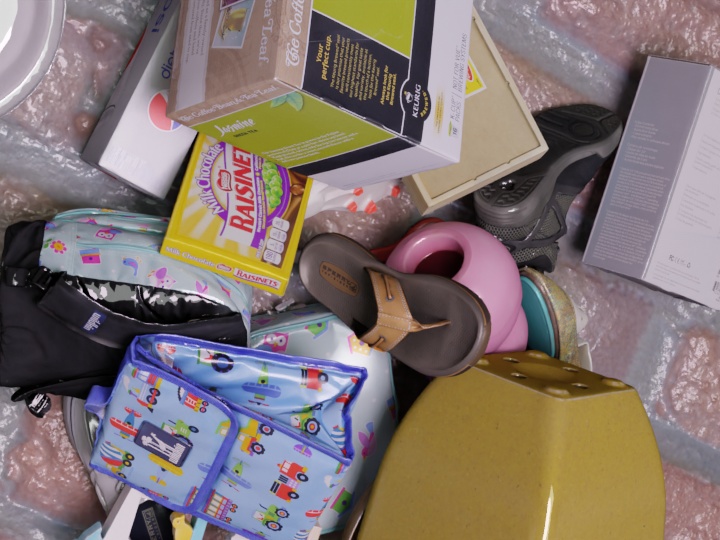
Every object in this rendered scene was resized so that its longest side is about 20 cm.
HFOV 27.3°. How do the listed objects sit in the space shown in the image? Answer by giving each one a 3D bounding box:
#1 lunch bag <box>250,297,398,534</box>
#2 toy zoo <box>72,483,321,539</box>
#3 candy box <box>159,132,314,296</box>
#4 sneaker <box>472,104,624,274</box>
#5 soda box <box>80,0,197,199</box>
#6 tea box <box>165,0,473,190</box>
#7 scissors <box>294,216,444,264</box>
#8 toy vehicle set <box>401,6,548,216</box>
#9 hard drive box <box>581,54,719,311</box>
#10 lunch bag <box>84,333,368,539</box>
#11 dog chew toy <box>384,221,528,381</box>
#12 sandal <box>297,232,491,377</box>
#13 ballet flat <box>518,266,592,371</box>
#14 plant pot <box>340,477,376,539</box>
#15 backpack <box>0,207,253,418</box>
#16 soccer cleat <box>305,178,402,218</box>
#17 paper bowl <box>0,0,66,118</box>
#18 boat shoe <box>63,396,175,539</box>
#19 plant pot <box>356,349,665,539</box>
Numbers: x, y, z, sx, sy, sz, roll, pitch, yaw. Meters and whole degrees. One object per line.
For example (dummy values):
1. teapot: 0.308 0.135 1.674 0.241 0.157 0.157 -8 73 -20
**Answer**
1. lunch bag: -0.050 0.126 1.283 0.159 0.077 0.202 -11 102 -19
2. toy zoo: -0.144 0.247 1.225 0.198 0.020 0.132 15 100 -20
3. candy box: -0.089 -0.076 1.188 0.101 0.027 0.201 17 49 -7
4. sneaker: 0.168 -0.070 1.352 0.199 0.076 0.115 -44 149 -36
5. soda box: -0.150 -0.162 1.205 0.063 0.068 0.201 27 87 -24
6. tea box: -0.025 -0.191 1.136 0.196 0.133 0.202 21 68 -41
7. scissors: 0.000 0.000 1.319 0.198 0.014 0.074 -10 103 -22
8. toy vehicle set: 0.062 -0.163 1.272 0.123 0.027 0.201 -25 82 -17
9. hard drive box: 0.307 -0.077 1.377 0.155 0.076 0.202 19 91 -43
10. lunch bag: -0.114 0.121 1.148 0.198 0.151 0.095 18 47 -8
11. dog chew toy: 0.091 0.049 1.296 0.124 0.124 0.201 -43 140 -11
12. sandal: 0.017 0.026 1.193 0.054 0.199 0.082 -8 122 -51
13. ballet flat: 0.181 0.068 1.358 0.070 0.071 0.201 -25 127 -17
14. plant pot: 0.044 0.235 1.303 0.199 0.027 0.202 -25 127 -38
15. backpack: -0.182 0.028 1.170 0.198 0.127 0.168 4 139 -11
16. soccer cleat: -0.042 -0.077 1.266 0.199 0.078 0.070 -25 144 -31
17. paper bowl: -0.320 -0.203 1.111 0.199 0.104 0.203 -3 100 -21
18. boat shoe: -0.186 0.175 1.240 0.073 0.065 0.201 -29 108 -16
19. plant pot: 0.132 0.176 1.212 0.193 0.194 0.202 -1 104 -47
